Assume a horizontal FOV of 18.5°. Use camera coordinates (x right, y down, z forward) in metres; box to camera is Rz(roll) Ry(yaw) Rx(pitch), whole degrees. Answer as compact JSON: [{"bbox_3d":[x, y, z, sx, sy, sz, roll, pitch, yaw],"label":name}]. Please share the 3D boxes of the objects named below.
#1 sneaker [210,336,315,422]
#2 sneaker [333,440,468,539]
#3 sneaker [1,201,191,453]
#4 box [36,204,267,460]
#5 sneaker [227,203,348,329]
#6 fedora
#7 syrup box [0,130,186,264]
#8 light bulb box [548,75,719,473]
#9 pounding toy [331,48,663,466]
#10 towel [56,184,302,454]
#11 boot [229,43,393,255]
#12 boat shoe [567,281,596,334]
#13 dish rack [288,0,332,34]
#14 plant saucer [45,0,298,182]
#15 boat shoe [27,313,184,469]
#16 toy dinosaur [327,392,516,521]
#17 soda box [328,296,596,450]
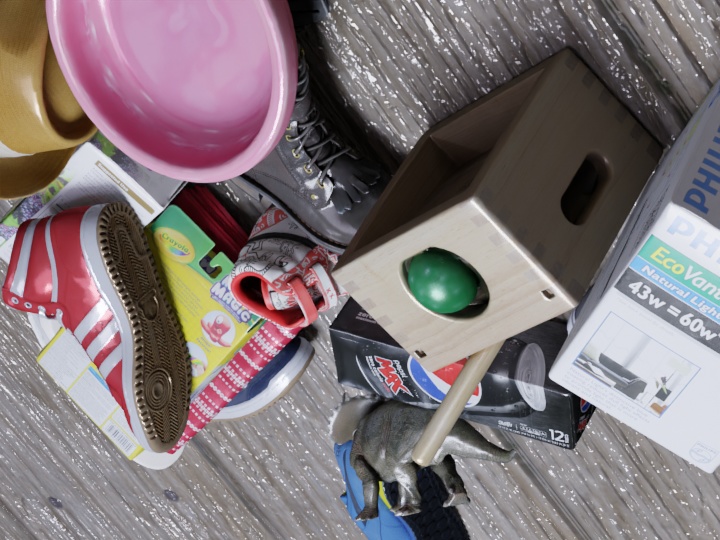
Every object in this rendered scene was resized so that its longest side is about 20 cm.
[{"bbox_3d":[-0.131,0.067,1.814,0.109,0.070,0.200,48,143,-20],"label":"sneaker"},{"bbox_3d":[0.033,0.213,1.865,0.078,0.066,0.200,13,138,41],"label":"sneaker"},{"bbox_3d":[-0.203,0.045,1.687,0.112,0.071,0.200,-3,109,32],"label":"sneaker"},{"bbox_3d":[-0.157,0.044,1.730,0.117,0.048,0.200,46,125,4],"label":"box"},{"bbox_3d":[0.000,0.001,1.618,0.201,0.108,0.067,7,135,29],"label":"sneaker"},{"bbox_3d":[-0.228,-0.148,1.554,0.082,0.201,0.201,4,134,33],"label":"fedora"},{"bbox_3d":[-0.206,-0.059,1.725,0.081,0.079,0.200,42,142,-10],"label":"syrup box"},{"bbox_3d":[0.234,-0.020,1.354,0.125,0.198,0.200,30,143,1],"label":"light bulb box"},{"bbox_3d":[0.087,-0.006,1.473,0.142,0.200,0.184,45,141,-15],"label":"pounding toy"},{"bbox_3d":[-0.141,0.041,1.761,0.145,0.022,0.200,47,123,3],"label":"towel"},{"bbox_3d":[-0.042,-0.098,1.542,0.200,0.069,0.174,24,154,20],"label":"boot"},{"bbox_3d":[0.241,0.066,1.556,0.200,0.070,0.066,34,144,12],"label":"boat shoe"},{"bbox_3d":[-0.111,-0.233,1.491,0.153,0.055,0.200,3,133,34],"label":"dish rack"},{"bbox_3d":[-0.118,-0.158,1.461,0.200,0.051,0.201,18,124,29],"label":"plant saucer"},{"bbox_3d":[-0.224,0.090,1.913,0.068,0.072,0.200,17,151,54],"label":"boat shoe"},{"bbox_3d":[0.035,0.135,1.704,0.200,0.077,0.102,-15,85,55],"label":"toy dinosaur"},{"bbox_3d":[0.080,0.067,1.661,0.200,0.071,0.063,14,138,23],"label":"soda box"}]
